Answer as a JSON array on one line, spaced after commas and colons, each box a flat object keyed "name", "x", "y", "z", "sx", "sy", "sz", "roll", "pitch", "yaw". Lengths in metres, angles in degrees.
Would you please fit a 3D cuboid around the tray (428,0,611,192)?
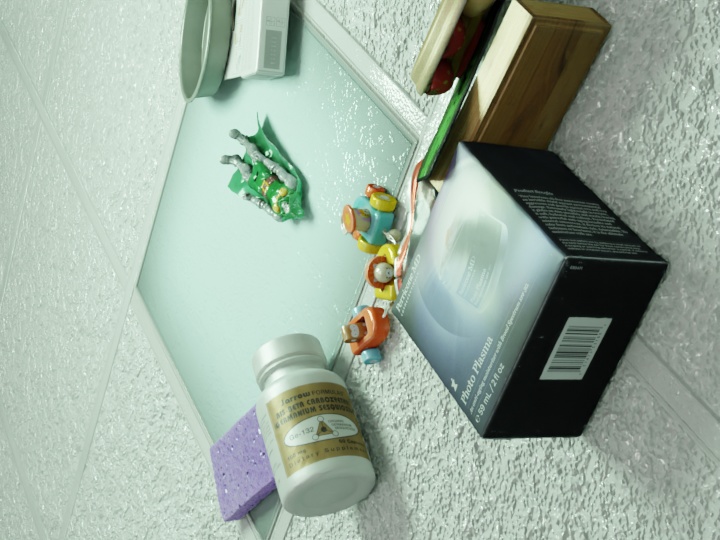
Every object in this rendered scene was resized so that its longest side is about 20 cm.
[{"name": "tray", "x": 0.148, "y": -0.156, "z": 1.199, "sx": 0.037, "sy": 0.098, "sz": 0.200, "roll": 54, "pitch": 133, "yaw": 38}]

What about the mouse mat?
[{"name": "mouse mat", "x": 0.099, "y": -0.180, "z": 1.251, "sx": 0.161, "sy": 0.008, "sz": 0.200, "roll": -139, "pitch": 71, "yaw": -87}]

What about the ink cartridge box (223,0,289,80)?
[{"name": "ink cartridge box", "x": -0.140, "y": -0.363, "z": 1.753, "sx": 0.176, "sy": 0.045, "sz": 0.201, "roll": -166, "pitch": 80, "yaw": -71}]

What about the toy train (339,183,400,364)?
[{"name": "toy train", "x": 0.000, "y": 0.000, "z": 1.481, "sx": 0.150, "sy": 0.056, "sz": 0.200, "roll": -39, "pitch": 56, "yaw": 51}]

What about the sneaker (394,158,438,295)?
[{"name": "sneaker", "x": 0.088, "y": -0.024, "z": 1.321, "sx": 0.082, "sy": 0.077, "sz": 0.201, "roll": -9, "pitch": 81, "yaw": 52}]

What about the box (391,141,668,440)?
[{"name": "box", "x": 0.145, "y": 0.018, "z": 1.174, "sx": 0.198, "sy": 0.123, "sz": 0.200, "roll": 55, "pitch": 133, "yaw": 47}]

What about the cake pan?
[{"name": "cake pan", "x": -0.229, "y": -0.345, "z": 1.877, "sx": 0.200, "sy": 0.037, "sz": 0.201, "roll": -176, "pitch": 90, "yaw": -70}]

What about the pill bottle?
[{"name": "pill bottle", "x": -0.062, "y": 0.180, "z": 1.516, "sx": 0.114, "sy": 0.114, "sz": 0.200, "roll": -55, "pitch": 43, "yaw": 42}]

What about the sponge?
[{"name": "sponge", "x": -0.148, "y": 0.257, "z": 1.737, "sx": 0.200, "sy": 0.030, "sz": 0.112, "roll": -45, "pitch": 51, "yaw": 48}]

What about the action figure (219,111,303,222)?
[{"name": "action figure", "x": -0.126, "y": -0.122, "z": 1.710, "sx": 0.200, "sy": 0.055, "sz": 0.118, "roll": 45, "pitch": 123, "yaw": 46}]

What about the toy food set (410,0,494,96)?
[{"name": "toy food set", "x": 0.105, "y": -0.261, "z": 1.245, "sx": 0.198, "sy": 0.049, "sz": 0.200, "roll": -72, "pitch": 5, "yaw": -66}]
